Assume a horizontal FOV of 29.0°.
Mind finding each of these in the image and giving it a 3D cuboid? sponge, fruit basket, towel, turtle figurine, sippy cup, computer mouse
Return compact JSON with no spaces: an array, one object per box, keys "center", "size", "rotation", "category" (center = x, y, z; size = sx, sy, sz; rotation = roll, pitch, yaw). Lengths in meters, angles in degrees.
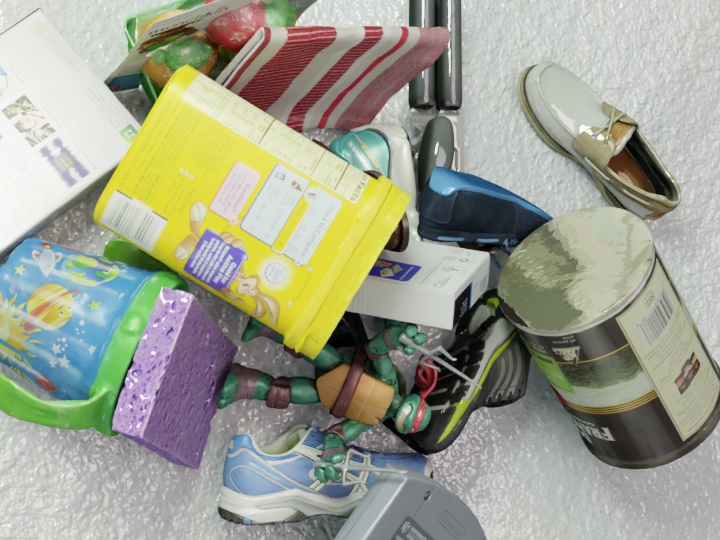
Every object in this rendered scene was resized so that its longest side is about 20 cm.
[{"center":[-0.142,0.089,1.095],"size":[0.030,0.200,0.112],"rotation":[16,78,8],"category":"sponge"},{"center":[-0.107,-0.188,1.122],"size":[0.185,0.200,0.094],"rotation":[-23,96,-26],"category":"fruit basket"},{"center":[-0.035,-0.157,1.162],"size":[0.200,0.144,0.023],"rotation":[-8,67,-41],"category":"towel"},{"center":[-0.010,0.103,1.162],"size":[0.199,0.101,0.150],"rotation":[21,90,-1],"category":"turtle figurine"},{"center":[-0.221,0.042,1.085],"size":[0.130,0.178,0.140],"rotation":[23,93,4],"category":"sippy cup"},{"center":[0.011,0.081,1.240],"size":[0.034,0.059,0.200],"rotation":[-43,106,-30],"category":"computer mouse"}]

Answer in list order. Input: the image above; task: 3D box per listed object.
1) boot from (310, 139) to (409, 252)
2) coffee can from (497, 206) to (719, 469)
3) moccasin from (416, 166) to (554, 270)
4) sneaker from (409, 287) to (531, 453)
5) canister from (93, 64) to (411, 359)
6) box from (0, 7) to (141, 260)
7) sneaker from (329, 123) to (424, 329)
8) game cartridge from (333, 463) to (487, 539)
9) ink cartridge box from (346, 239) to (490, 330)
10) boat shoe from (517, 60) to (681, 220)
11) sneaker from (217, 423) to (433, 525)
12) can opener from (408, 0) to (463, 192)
[{"center":[-0.084,-0.042,1.143],"size":[0.199,0.186,0.064],"rotation":[-16,121,-29],"category":"boot"},{"center":[0.230,0.062,1.262],"size":[0.146,0.146,0.200],"rotation":[-49,127,-20],"category":"coffee can"},{"center":[0.106,-0.047,1.266],"size":[0.200,0.080,0.068],"rotation":[13,105,-51],"category":"moccasin"},{"center":[0.112,0.100,1.257],"size":[0.081,0.074,0.200],"rotation":[57,47,-20],"category":"sneaker"},{"center":[-0.084,-0.047,1.062],"size":[0.200,0.087,0.149],"rotation":[31,93,-4],"category":"canister"},{"center":[-0.287,-0.097,1.103],"size":[0.200,0.036,0.144],"rotation":[-40,88,-24],"category":"box"},{"center":[0.017,-0.031,1.253],"size":[0.079,0.078,0.201],"rotation":[-8,91,0],"category":"sneaker"},{"center":[0.043,0.249,1.201],"size":[0.133,0.040,0.200],"rotation":[-50,139,-10],"category":"game cartridge"},{"center":[0.000,0.000,1.171],"size":[0.099,0.199,0.039],"rotation":[-42,139,-59],"category":"ink cartridge box"},{"center":[0.239,-0.130,1.355],"size":[0.200,0.068,0.075],"rotation":[42,70,-17],"category":"boat shoe"},{"center":[-0.025,0.172,1.204],"size":[0.199,0.076,0.077],"rotation":[-2,92,-27],"category":"sneaker"},{"center":[0.074,-0.166,1.284],"size":[0.052,0.066,0.201],"rotation":[1,84,-19],"category":"can opener"}]
